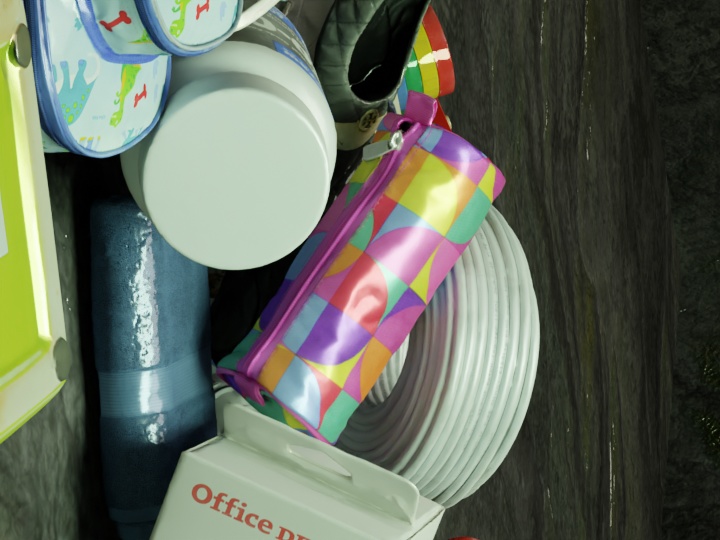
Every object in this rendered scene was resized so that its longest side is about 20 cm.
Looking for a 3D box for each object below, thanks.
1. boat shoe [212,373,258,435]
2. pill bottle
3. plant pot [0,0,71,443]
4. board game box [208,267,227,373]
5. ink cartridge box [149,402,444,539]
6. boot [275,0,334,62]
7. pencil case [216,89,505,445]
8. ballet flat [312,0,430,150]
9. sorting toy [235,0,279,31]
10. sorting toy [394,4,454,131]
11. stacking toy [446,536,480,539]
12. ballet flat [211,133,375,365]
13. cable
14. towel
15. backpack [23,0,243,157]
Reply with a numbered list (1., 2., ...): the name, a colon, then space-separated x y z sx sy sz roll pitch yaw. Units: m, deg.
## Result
1. boat shoe: -0.054 0.141 1.571 0.074 0.065 0.200 -52 144 -11
2. pill bottle: -0.072 -0.076 1.328 0.200 0.113 0.114 -110 -168 -70
3. plant pot: -0.205 -0.012 0.800 0.200 0.181 0.200 -44 130 -71
4. board game box: -0.034 0.020 1.647 0.200 0.041 0.200 -58 148 -33
5. ink cartridge box: -0.047 0.180 1.367 0.200 0.128 0.125 -68 168 10
6. boot: -0.033 -0.123 1.500 0.074 0.095 0.201 61 30 -68
7. pencil case: 0.000 0.000 1.428 0.200 0.088 0.088 -59 159 -7
8. ballet flat: 0.019 -0.145 1.425 0.066 0.057 0.200 -23 145 -43
9. sorting toy: -0.096 -0.186 1.336 0.180 0.199 0.107 -66 173 -53
10. sorting toy: 0.020 -0.128 1.787 0.199 0.069 0.200 -120 -166 -53
11. stacking toy: -0.009 0.193 1.518 0.085 0.199 0.086 -2 90 -76
12. ballet flat: -0.038 -0.017 1.522 0.057 0.066 0.200 48 58 -41
13. cable: 0.032 0.044 1.528 0.200 0.069 0.201 -38 -130 51
14. towel: -0.119 0.052 1.413 0.112 0.048 0.201 -20 108 -75
15. backpack: -0.138 -0.153 1.170 0.183 0.147 0.201 -26 118 -71
